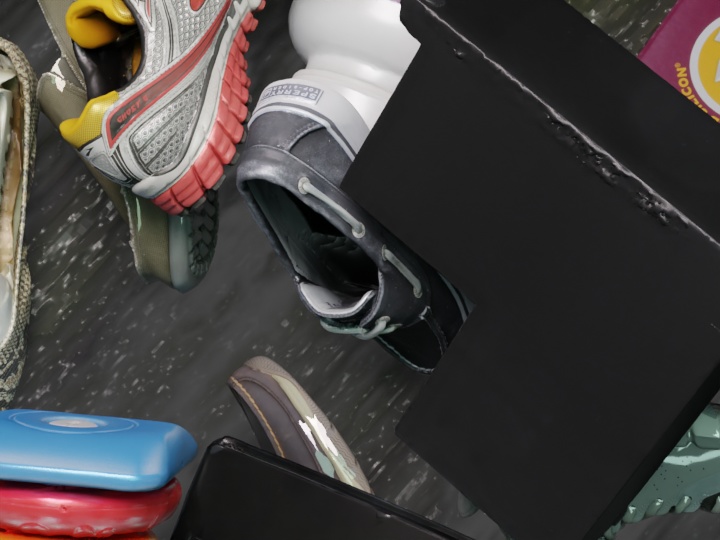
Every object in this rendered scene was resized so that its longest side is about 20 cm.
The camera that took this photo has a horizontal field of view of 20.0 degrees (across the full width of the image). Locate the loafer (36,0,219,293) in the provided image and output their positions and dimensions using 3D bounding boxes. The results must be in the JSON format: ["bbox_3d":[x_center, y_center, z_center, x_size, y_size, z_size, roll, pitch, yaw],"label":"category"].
[{"bbox_3d":[-0.123,-0.081,1.028,0.069,0.075,0.201,-16,77,7],"label":"loafer"}]

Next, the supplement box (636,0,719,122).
[{"bbox_3d":[0.177,-0.054,1.010,0.110,0.086,0.200,31,72,19],"label":"supplement box"}]

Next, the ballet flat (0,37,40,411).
[{"bbox_3d":[-0.193,-0.021,1.004,0.068,0.075,0.201,5,81,-7],"label":"ballet flat"}]

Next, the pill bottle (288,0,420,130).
[{"bbox_3d":[0.030,-0.145,1.023,0.112,0.112,0.200,23,80,0],"label":"pill bottle"}]

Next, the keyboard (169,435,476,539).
[{"bbox_3d":[-0.001,0.157,0.940,0.200,0.040,0.104,21,84,27],"label":"keyboard"}]

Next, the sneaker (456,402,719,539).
[{"bbox_3d":[0.142,0.118,1.017,0.199,0.075,0.116,12,89,3],"label":"sneaker"}]

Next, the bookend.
[{"bbox_3d":[0.072,0.003,0.914,0.199,0.092,0.200,40,124,14],"label":"bookend"}]

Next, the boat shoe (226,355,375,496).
[{"bbox_3d":[-0.021,0.138,0.992,0.073,0.075,0.200,-27,83,-8],"label":"boat shoe"}]

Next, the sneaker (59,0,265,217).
[{"bbox_3d":[-0.091,-0.129,0.959,0.082,0.078,0.200,24,55,-29],"label":"sneaker"}]

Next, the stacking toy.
[{"bbox_3d":[-0.144,0.170,0.975,0.109,0.116,0.201,4,95,5],"label":"stacking toy"}]

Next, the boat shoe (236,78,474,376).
[{"bbox_3d":[0.000,0.000,0.966,0.072,0.200,0.068,0,51,29],"label":"boat shoe"}]
